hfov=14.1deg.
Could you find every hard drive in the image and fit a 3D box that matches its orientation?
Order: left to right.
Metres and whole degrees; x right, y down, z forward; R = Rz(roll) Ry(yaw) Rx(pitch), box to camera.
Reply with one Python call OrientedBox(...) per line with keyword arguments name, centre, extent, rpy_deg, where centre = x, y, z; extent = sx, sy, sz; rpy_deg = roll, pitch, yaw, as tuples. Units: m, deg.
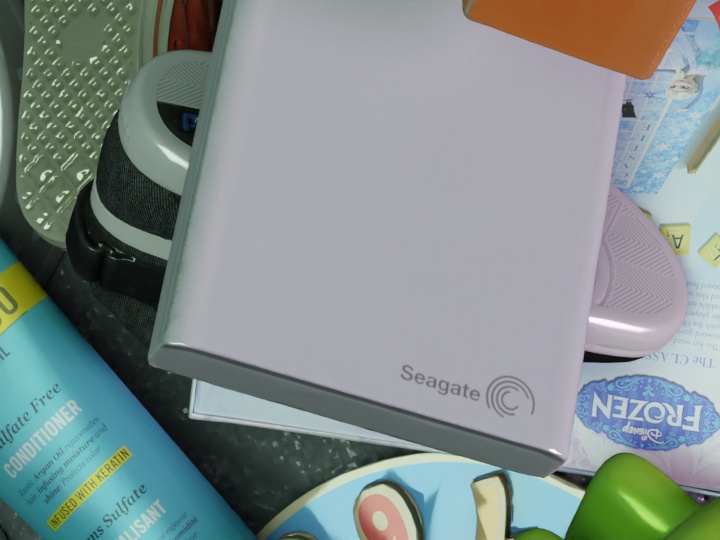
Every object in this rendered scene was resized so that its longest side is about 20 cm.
OrientedBox(name="hard drive", centre=(0.016, -0.049, 0.912), extent=(0.131, 0.027, 0.201), rpy_deg=(17, 67, -14))

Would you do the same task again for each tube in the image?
OrientedBox(name="tube", centre=(-0.106, 0.056, 1.013), extent=(0.077, 0.050, 0.200), rpy_deg=(-44, 89, 5))

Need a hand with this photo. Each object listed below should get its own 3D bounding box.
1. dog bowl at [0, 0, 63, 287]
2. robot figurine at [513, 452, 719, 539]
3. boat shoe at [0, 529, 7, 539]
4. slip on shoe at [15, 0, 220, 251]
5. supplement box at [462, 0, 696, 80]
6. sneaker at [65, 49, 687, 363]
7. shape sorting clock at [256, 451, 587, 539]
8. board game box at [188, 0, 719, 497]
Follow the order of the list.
OrientedBox(name="dog bowl", centre=(-0.200, -0.054, 1.062), extent=(0.199, 0.059, 0.202), rpy_deg=(1, 93, 13))
OrientedBox(name="robot figurine", centre=(0.129, 0.153, 0.932), extent=(0.175, 0.116, 0.200), rpy_deg=(-36, 72, -27))
OrientedBox(name="boat shoe", centre=(-0.159, 0.186, 1.062), extent=(0.071, 0.066, 0.202), rpy_deg=(6, 95, 13))
OrientedBox(name="slip on shoe", centre=(-0.078, -0.102, 1.031), extent=(0.074, 0.061, 0.202), rpy_deg=(2, 81, 24))
OrientedBox(name="supplement box", centre=(0.071, -0.150, 0.913), extent=(0.068, 0.201, 0.067), rpy_deg=(16, 130, -14))
OrientedBox(name="sneaker", centre=(0.000, 0.000, 0.974), extent=(0.199, 0.073, 0.112), rpy_deg=(20, 139, -13))
OrientedBox(name="shape sorting clock", centre=(0.032, 0.165, 1.028), extent=(0.198, 0.039, 0.202), rpy_deg=(1, 94, 13))
OrientedBox(name="board game box", centre=(0.049, -0.035, 1.010), extent=(0.199, 0.041, 0.201), rpy_deg=(8, 95, 13))
